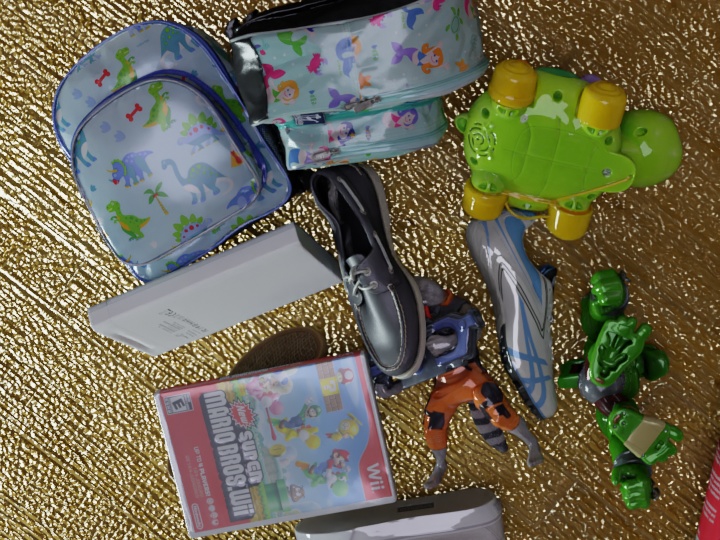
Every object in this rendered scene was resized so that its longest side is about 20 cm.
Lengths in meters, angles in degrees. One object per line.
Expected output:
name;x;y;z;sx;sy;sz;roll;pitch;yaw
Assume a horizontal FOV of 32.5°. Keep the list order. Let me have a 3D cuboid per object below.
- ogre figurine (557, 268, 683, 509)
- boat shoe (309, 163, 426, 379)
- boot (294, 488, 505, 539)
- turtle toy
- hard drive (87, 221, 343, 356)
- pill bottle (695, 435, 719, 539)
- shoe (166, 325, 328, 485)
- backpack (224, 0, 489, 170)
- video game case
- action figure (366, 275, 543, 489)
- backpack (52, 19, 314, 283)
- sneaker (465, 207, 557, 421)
ogre figurine;0.224;0.092;1.086;0.098;0.120;0.201;-29;99;7
boat shoe;0.000;0.000;1.083;0.072;0.062;0.202;-27;72;38
boot;0.041;0.270;1.169;0.198;0.074;0.096;-8;101;11
turtle toy;0.177;-0.111;1.056;0.198;0.101;0.147;13;124;1
hard drive;-0.126;0.021;1.107;0.199;0.132;0.027;-21;70;10
pill bottle;0.367;0.196;1.096;0.111;0.112;0.202;10;103;4
shoe;-0.102;0.130;1.171;0.200;0.053;0.070;-44;63;9
backpack;0.008;-0.169;1.024;0.198;0.178;0.152;-16;101;12
video game case;-0.077;0.160;1.127;0.198;0.017;0.144;-11;100;7
action figure;0.064;0.097;1.138;0.199;0.104;0.195;-16;95;40
backpack;-0.167;-0.111;1.073;0.182;0.147;0.201;-30;95;9
sneaker;0.151;0.040;1.111;0.072;0.072;0.202;-16;104;0
